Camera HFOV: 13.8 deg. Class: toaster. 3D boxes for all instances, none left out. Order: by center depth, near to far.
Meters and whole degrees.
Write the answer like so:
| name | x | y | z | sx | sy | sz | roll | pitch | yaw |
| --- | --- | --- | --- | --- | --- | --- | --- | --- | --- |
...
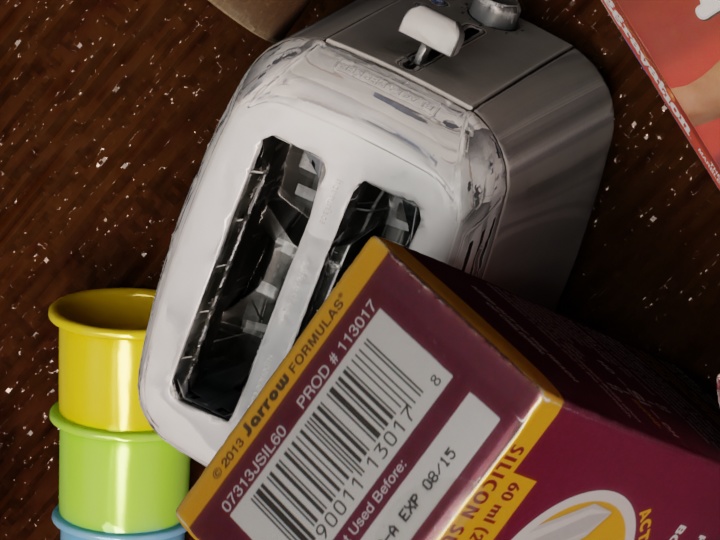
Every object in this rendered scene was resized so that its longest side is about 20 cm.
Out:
| name | x | y | z | sx | sy | sz | roll | pitch | yaw |
| --- | --- | --- | --- | --- | --- | --- | --- | --- | --- |
| toaster | 0.000 | 0.000 | 1.012 | 0.114 | 0.129 | 0.200 | 28 | 109 | 15 |

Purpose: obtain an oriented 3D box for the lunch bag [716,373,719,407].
| name | x | y | z | sx | sy | sz | roll | pitch | yaw |
| --- | --- | --- | --- | --- | --- | --- | --- | --- | --- |
| lunch bag | 0.206 | 0.071 | 0.883 | 0.200 | 0.176 | 0.082 | 40 | 74 | 3 |

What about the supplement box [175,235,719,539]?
| name | x | y | z | sx | sy | sz | roll | pitch | yaw |
| --- | --- | --- | --- | --- | --- | --- | --- | --- | --- |
| supplement box | 0.052 | 0.077 | 0.943 | 0.086 | 0.200 | 0.110 | 44 | 103 | 35 |

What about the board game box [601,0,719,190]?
| name | x | y | z | sx | sy | sz | roll | pitch | yaw |
| --- | --- | --- | --- | --- | --- | --- | --- | --- | --- |
| board game box | 0.181 | -0.101 | 0.924 | 0.200 | 0.019 | 0.103 | -31 | 81 | -6 |

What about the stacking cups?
| name | x | y | z | sx | sy | sz | roll | pitch | yaw |
| --- | --- | --- | --- | --- | --- | --- | --- | --- | --- |
| stacking cups | -0.086 | 0.109 | 1.112 | 0.060 | 0.060 | 0.200 | 7 | 107 | 20 |

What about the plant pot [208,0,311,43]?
| name | x | y | z | sx | sy | sz | roll | pitch | yaw |
| --- | --- | --- | --- | --- | --- | --- | --- | --- | --- |
| plant pot | -0.026 | -0.210 | 0.970 | 0.200 | 0.187 | 0.187 | -45 | 82 | 7 |
